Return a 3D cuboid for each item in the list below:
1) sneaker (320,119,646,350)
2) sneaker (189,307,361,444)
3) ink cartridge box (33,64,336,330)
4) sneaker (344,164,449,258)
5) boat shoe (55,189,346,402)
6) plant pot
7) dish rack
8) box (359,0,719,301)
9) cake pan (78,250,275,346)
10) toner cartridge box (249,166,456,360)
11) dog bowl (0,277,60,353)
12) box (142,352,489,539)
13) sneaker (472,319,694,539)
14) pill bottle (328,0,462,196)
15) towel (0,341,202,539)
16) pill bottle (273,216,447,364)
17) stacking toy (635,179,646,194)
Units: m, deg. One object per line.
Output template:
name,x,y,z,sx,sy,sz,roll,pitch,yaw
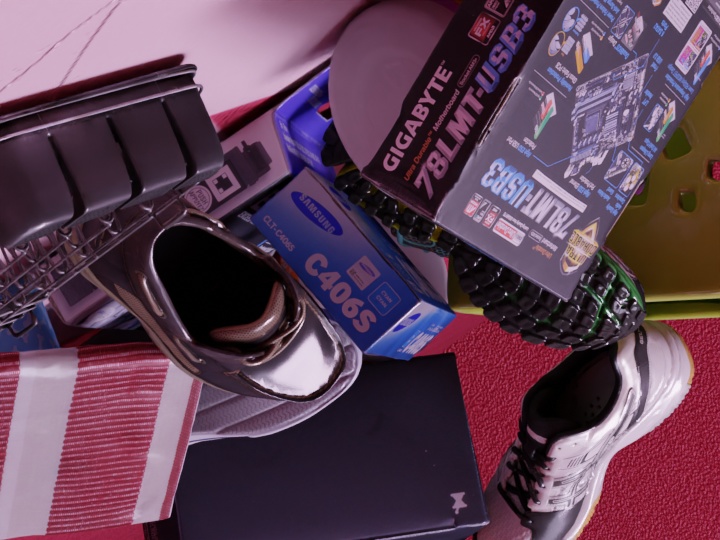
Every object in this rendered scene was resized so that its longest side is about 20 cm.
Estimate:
sneaker,0.078,-0.037,1.233,0.078,0.200,0.085,-45,-173,42
sneaker,-0.094,0.060,1.278,0.199,0.074,0.071,-15,-169,9
ink cartridge box,-0.069,-0.036,1.276,0.199,0.044,0.198,-35,174,5
sneaker,0.064,-0.037,1.461,0.091,0.200,0.078,-21,-141,30
boat shoe,-0.067,0.020,1.122,0.200,0.073,0.075,36,88,-46
plant pot,0.178,-0.065,1.355,0.199,0.183,0.199,-3,175,32
dish rack,-0.160,-0.008,0.994,0.200,0.055,0.153,-35,172,36
box,0.102,-0.096,1.050,0.199,0.050,0.200,-58,154,3
cake pan,-0.129,0.049,1.431,0.200,0.037,0.200,-32,-171,6
toner cartridge box,0.000,0.000,1.271,0.043,0.095,0.200,-42,173,4
dog bowl,-0.214,0.063,1.272,0.111,0.050,0.200,-31,173,-12
box,-0.039,0.140,1.502,0.195,0.118,0.200,-7,167,-13
sneaker,0.119,0.106,1.434,0.087,0.076,0.201,13,116,-50
pill bottle,0.082,-0.109,1.173,0.200,0.105,0.104,-27,172,-44
towel,-0.186,0.090,1.194,0.199,0.023,0.145,-3,138,-21
pill bottle,-0.040,0.030,1.548,0.114,0.115,0.200,-28,180,-38
stacking toy,0.164,-0.059,1.523,0.116,0.201,0.110,-30,174,-15
